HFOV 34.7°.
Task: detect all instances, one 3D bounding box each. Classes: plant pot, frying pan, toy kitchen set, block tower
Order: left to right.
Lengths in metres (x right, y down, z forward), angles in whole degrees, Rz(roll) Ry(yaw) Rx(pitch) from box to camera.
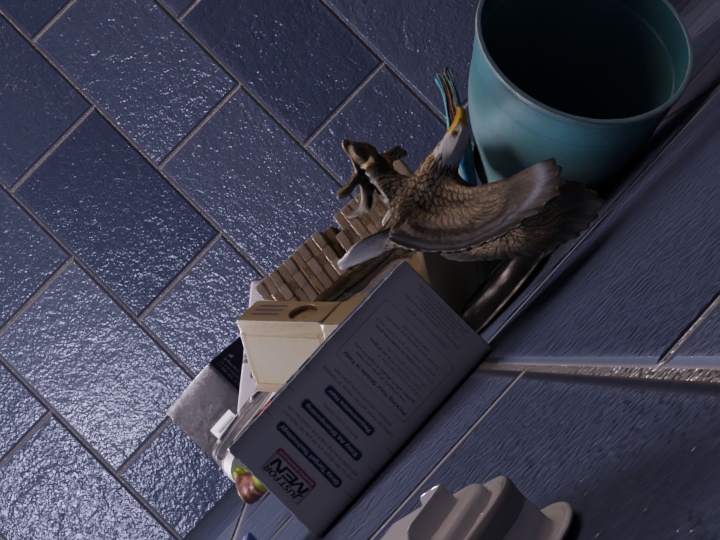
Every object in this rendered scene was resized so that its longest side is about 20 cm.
[{"bbox_3d":[-0.014,-0.026,1.192,0.199,0.058,0.054,-41,-13,9],"label":"block tower"},{"bbox_3d":[0.000,0.000,1.128,0.178,0.165,0.200,0,26,31],"label":"toy kitchen set"},{"bbox_3d":[0.153,-0.008,1.068,0.190,0.031,0.115,-51,-1,29],"label":"frying pan"},{"bbox_3d":[0.187,-0.156,1.095,0.200,0.199,0.189,-46,-17,-30],"label":"plant pot"}]

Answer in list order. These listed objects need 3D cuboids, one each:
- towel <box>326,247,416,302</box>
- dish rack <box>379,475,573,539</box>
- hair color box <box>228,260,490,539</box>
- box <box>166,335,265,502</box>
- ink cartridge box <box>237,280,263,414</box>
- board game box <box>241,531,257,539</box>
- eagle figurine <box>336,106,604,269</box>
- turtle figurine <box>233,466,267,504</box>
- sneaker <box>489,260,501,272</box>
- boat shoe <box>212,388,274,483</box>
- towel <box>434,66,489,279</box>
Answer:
[{"bbox_3d":[0.008,0.072,1.226,0.199,0.133,0.035,-40,38,-2],"label":"towel"},{"bbox_3d":[-0.021,0.154,0.399,0.200,0.044,0.172,-45,-2,-35],"label":"dish rack"},{"bbox_3d":[-0.002,0.099,0.909,0.200,0.100,0.061,-46,1,-7],"label":"hair color box"},{"bbox_3d":[-0.166,0.217,1.806,0.123,0.200,0.198,-46,0,19],"label":"box"},{"bbox_3d":[-0.105,0.116,1.448,0.116,0.066,0.203,-7,-76,-83],"label":"ink cartridge box"},{"bbox_3d":[-0.147,0.301,0.903,0.200,0.034,0.135,-47,0,-4],"label":"board game box"},{"bbox_3d":[0.079,-0.056,0.943,0.152,0.198,0.152,-48,-27,-33],"label":"eagle figurine"},{"bbox_3d":[-0.048,0.181,1.192,0.161,0.065,0.199,-47,-21,30],"label":"turtle figurine"},{"bbox_3d":[0.101,-0.008,1.476,0.200,0.114,0.076,-49,-3,18],"label":"sneaker"},{"bbox_3d":[-0.087,0.143,1.274,0.201,0.072,0.068,-51,40,-7],"label":"boat shoe"},{"bbox_3d":[0.109,-0.092,1.219,0.021,0.202,0.148,-10,40,4],"label":"towel"}]
